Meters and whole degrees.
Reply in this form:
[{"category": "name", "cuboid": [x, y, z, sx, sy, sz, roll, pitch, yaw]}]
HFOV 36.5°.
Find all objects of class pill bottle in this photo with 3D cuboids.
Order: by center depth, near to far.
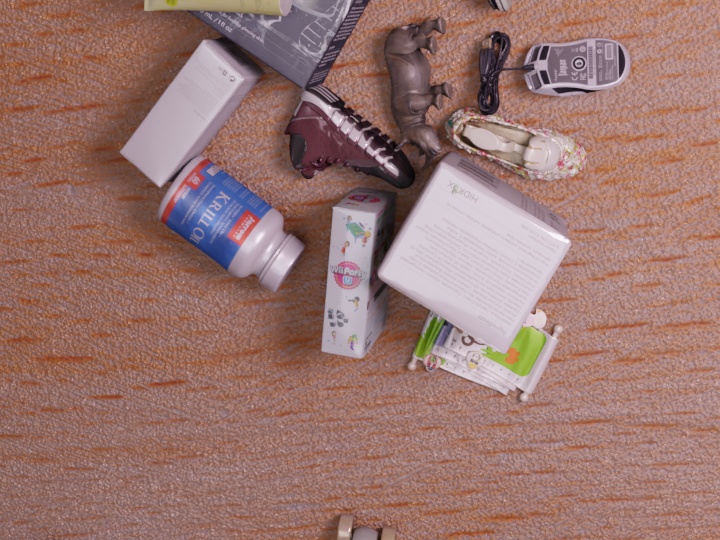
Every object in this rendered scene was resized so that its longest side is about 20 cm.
[{"category": "pill bottle", "cuboid": [-0.178, -0.061, 1.545, 0.199, 0.112, 0.113, 35, 108, 0]}]

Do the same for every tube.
[{"category": "tube", "cuboid": [-0.184, -0.356, 1.378, 0.197, 0.052, 0.059, 11, 66, 15]}]

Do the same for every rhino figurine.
[{"category": "rhino figurine", "cuboid": [0.077, -0.235, 1.474, 0.086, 0.060, 0.203, 3, 107, 31]}]

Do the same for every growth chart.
[{"category": "growth chart", "cuboid": [0.179, 0.104, 1.567, 0.197, 0.018, 0.147, 17, 106, 6]}]

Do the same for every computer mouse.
[{"category": "computer mouse", "cuboid": [0.253, -0.261, 1.437, 0.197, 0.044, 0.111, 1, 79, 10]}]

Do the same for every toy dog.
[{"category": "toy dog", "cuboid": [0.001, 0.473, 1.657, 0.130, 0.096, 0.203, -10, 102, 14]}]

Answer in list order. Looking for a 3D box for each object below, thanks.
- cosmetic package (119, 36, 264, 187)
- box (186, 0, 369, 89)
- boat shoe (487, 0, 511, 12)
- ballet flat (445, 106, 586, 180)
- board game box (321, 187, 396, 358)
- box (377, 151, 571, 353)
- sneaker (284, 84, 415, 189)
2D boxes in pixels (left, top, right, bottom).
[{"category": "cosmetic package", "cuboid": [-0.233, -0.220, 1.515, 0.081, 0.113, 0.200, 42, 106, -2]}, {"category": "box", "cuboid": [-0.094, -0.379, 1.441, 0.199, 0.124, 0.198, 33, 106, 1]}, {"category": "boat shoe", "cuboid": [0.128, -0.414, 1.414, 0.062, 0.075, 0.201, -35, 91, 23]}, {"category": "ballet flat", "cuboid": [0.206, -0.164, 1.467, 0.197, 0.064, 0.077, 15, 106, 6]}, {"category": "board game box", "cuboid": [0.000, 0.000, 1.508, 0.063, 0.148, 0.203, 9, 106, 11]}, {"category": "box", "cuboid": [0.152, -0.030, 1.437, 0.199, 0.199, 0.173, 32, 103, 2]}, {"category": "sneaker", "cuboid": [-0.024, -0.155, 1.517, 0.200, 0.076, 0.116, 42, 114, 9]}]
